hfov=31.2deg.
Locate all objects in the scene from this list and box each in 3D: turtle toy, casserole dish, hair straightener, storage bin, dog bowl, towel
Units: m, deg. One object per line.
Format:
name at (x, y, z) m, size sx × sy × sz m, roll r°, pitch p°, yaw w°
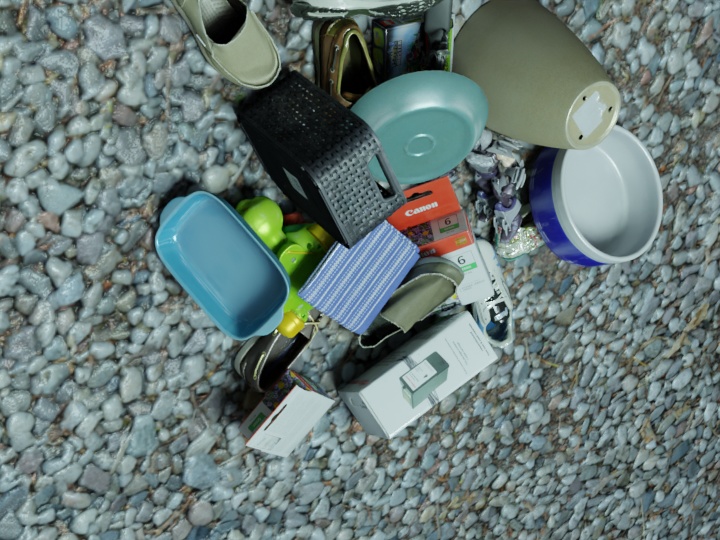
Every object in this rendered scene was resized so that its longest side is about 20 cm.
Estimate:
turtle toy at (-0.095, -0.019, 1.650) m, size 0.146 × 0.101 × 0.200 m, roll -44°, pitch 142°, yaw -7°
casserole dish at (-0.164, -0.009, 1.576) m, size 0.121 × 0.200 × 0.039 m, roll -43°, pitch 176°, yaw 25°
hair straightener at (0.089, -0.279, 1.602) m, size 0.040 × 0.077 × 0.202 m, roll 7°, pitch 124°, yaw -3°
storage bin at (-0.048, -0.134, 1.547) m, size 0.093 × 0.200 × 0.136 m, roll -37°, pitch 134°, yaw -10°
dog bowl at (0.344, -0.108, 1.877) m, size 0.198 × 0.078 × 0.204 m, roll 5°, pitch 80°, yaw -31°
towel at (0.000, 0.000, 1.666) m, size 0.146 × 0.024 × 0.200 m, roll -54°, pitch 151°, yaw -1°

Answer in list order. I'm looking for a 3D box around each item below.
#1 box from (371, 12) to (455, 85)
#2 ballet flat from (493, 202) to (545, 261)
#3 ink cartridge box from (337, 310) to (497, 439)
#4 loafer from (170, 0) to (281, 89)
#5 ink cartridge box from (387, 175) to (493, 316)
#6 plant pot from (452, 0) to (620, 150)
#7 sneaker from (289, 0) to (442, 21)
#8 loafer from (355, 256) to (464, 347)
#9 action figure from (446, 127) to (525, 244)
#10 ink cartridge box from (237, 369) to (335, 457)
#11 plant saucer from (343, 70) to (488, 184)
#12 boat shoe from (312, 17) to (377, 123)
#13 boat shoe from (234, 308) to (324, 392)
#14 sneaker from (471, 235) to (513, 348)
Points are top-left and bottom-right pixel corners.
box at (0.066, -0.236, 1.685) m, size 0.109 × 0.035 × 0.202 m, roll -18°, pitch 127°, yaw -27°
ballet flat at (0.281, -0.080, 1.924) m, size 0.198 × 0.075 × 0.065 m, roll -28°, pitch 114°, yaw -24°
ink cartridge box at (0.080, 0.151, 1.857) m, size 0.199 × 0.146 × 0.085 m, roll -35°, pitch 93°, yaw -13°
loafer at (-0.152, -0.272, 1.473) m, size 0.076 × 0.068 × 0.200 m, roll -46°, pitch 135°, yaw -2°
ink cartridge box at (0.107, -0.030, 1.797) m, size 0.108 × 0.051 × 0.201 m, roll -18°, pitch 133°, yaw 9°
plant pot at (0.242, -0.241, 1.699) m, size 0.185 × 0.200 × 0.190 m, roll -18°, pitch 128°, yaw -26°
sneaker at (0.014, -0.346, 1.513) m, size 0.197 × 0.077 × 0.090 m, roll -3°, pitch 90°, yaw -8°
loafer at (0.065, 0.051, 1.778) m, size 0.075 × 0.070 × 0.199 m, roll 33°, pitch 131°, yaw -26°
action figure at (0.178, -0.130, 1.782) m, size 0.069 × 0.129 × 0.201 m, roll -47°, pitch 144°, yaw -16°
ink cartridge box at (-0.108, 0.193, 1.760) m, size 0.109 × 0.050 × 0.200 m, roll -49°, pitch 162°, yaw -1°
plant saucer at (0.071, -0.169, 1.629) m, size 0.197 × 0.036 × 0.201 m, roll -10°, pitch 146°, yaw -7°
boat shoe at (-0.015, -0.222, 1.609) m, size 0.071 × 0.068 × 0.202 m, roll -30°, pitch 132°, yaw -18°
boat shoe at (-0.089, 0.077, 1.751) m, size 0.200 × 0.059 × 0.072 m, roll -49°, pitch 134°, yaw 0°
sneaker at (0.194, 0.032, 1.928) m, size 0.071 × 0.072 × 0.202 m, roll -31°, pitch 131°, yaw -14°
